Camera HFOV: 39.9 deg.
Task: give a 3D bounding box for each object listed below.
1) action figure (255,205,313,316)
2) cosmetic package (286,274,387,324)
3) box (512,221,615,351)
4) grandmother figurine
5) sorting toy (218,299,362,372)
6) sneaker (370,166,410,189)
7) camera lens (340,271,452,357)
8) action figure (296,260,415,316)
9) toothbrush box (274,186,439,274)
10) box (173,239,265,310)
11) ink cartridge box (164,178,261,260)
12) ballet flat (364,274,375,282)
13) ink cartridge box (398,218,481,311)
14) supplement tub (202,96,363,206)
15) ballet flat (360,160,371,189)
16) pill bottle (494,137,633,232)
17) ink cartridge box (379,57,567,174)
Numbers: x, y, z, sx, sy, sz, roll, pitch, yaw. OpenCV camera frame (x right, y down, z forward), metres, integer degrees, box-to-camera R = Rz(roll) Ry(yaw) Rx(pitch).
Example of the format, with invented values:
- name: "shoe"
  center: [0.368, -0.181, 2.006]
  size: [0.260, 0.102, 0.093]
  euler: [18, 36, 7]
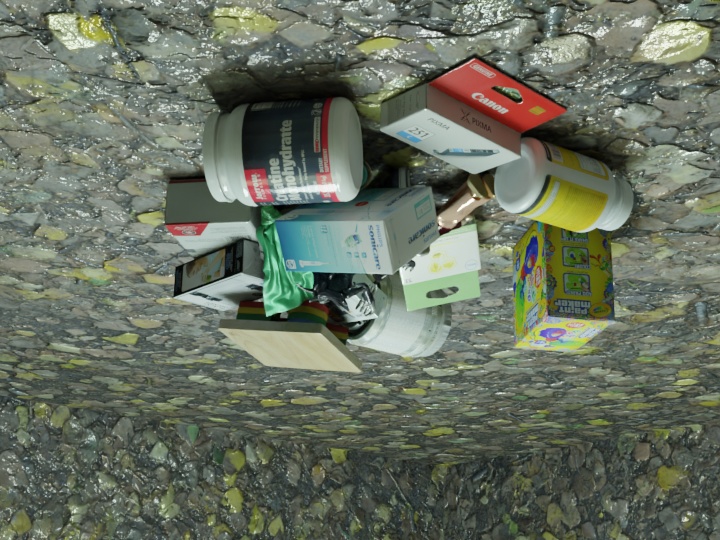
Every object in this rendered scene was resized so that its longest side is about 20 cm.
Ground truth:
- name: "action figure"
  center: [-0.124, -0.028, 1.592]
  size: [0.117, 0.055, 0.201]
  euler: [-25, 131, -13]
- name: "cosmetic package"
  center: [-0.074, 0.032, 1.747]
  size: [0.199, 0.052, 0.151]
  euler: [-12, 131, 46]
- name: "box"
  center: [0.353, 0.022, 1.746]
  size: [0.121, 0.195, 0.200]
  euler: [4, 160, -7]
- name: "grandmother figurine"
  center: [0.137, -0.085, 1.600]
  size: [0.120, 0.061, 0.200]
  euler: [7, 147, -43]
- name: "sorting toy"
  center: [-0.115, 0.110, 1.750]
  size: [0.197, 0.070, 0.200]
  euler: [2, 156, 23]
- name: "sneaker"
  center: [0.008, -0.106, 1.590]
  size: [0.144, 0.078, 0.203]
  euler: [0, 161, -4]
- name: "camera lens"
  center: [0.063, 0.083, 1.984]
  size: [0.199, 0.162, 0.159]
  euler: [16, 156, -34]
- name: "action figure"
  center: [-0.011, 0.015, 1.567]
  size: [0.199, 0.119, 0.103]
  euler: [-26, 146, -26]
- name: "toothbrush box"
  center: [-0.004, -0.061, 1.480]
  size: [0.198, 0.086, 0.146]
  euler: [3, -156, 35]
- name: "box"
  center: [-0.220, 0.012, 1.713]
  size: [0.199, 0.061, 0.116]
  euler: [-17, 155, 42]
- name: "ink cartridge box"
  center: [-0.230, -0.078, 1.676]
  size: [0.143, 0.085, 0.200]
  euler: [-2, 160, 8]
- name: "ballet flat"
  center: [0.000, 0.000, 1.760]
  size: [0.066, 0.068, 0.200]
  euler: [10, 160, -23]
- name: "ink cartridge box"
  center: [0.140, -0.003, 1.748]
  size: [0.144, 0.048, 0.201]
  euler: [-11, 128, 1]
- name: "supplement tub"
  center: [-0.103, -0.161, 1.356]
  size: [0.198, 0.142, 0.140]
  euler: [-3, 160, 11]
- name: "ballet flat"
  center: [-0.076, -0.144, 1.506]
  size: [0.198, 0.071, 0.071]
  euler: [-4, 160, 13]
- name: "pill bottle"
  center: [0.306, -0.120, 1.475]
  size: [0.198, 0.113, 0.112]
  euler: [14, 157, -29]
- name: "ink cartridge box"
  center: [0.155, -0.204, 1.357]
  size: [0.199, 0.045, 0.175]
  euler: [18, 156, -38]
